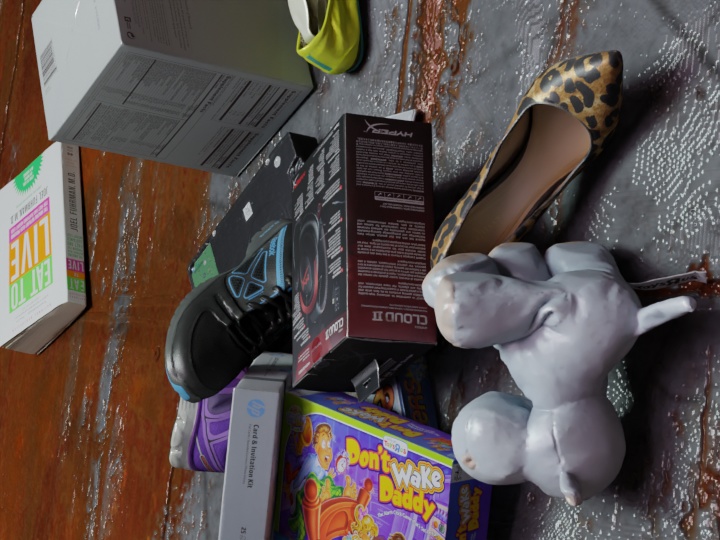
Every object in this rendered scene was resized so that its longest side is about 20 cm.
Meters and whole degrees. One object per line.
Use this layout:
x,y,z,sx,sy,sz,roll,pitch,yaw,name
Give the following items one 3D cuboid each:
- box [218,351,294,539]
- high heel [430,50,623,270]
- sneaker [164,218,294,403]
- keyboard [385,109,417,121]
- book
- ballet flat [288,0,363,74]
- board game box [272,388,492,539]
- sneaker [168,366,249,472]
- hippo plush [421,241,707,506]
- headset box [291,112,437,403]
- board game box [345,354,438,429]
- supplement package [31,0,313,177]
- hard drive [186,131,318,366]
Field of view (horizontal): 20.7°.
-0.084,0.158,1.626,0.200,0.041,0.156,-76,-8,-84,box
0.120,-0.066,1.408,0.143,0.071,0.200,-57,4,-38,high heel
-0.085,0.026,1.607,0.082,0.073,0.200,-2,42,47,sneaker
0.006,-0.039,1.643,0.056,0.011,0.200,-3,68,56,keyboard
-0.349,-0.026,2.181,0.134,0.048,0.200,-35,52,42,book
-0.036,-0.270,1.751,0.067,0.067,0.200,-29,58,50,ballet flat
0.014,0.179,1.512,0.200,0.045,0.135,17,106,48,board game box
-0.116,0.098,1.748,0.081,0.083,0.200,-73,-6,-53,sneaker
0.140,0.073,1.371,0.200,0.159,0.161,3,105,16,hippo plush
0.000,0.000,1.523,0.149,0.075,0.200,134,138,-64,headset box
0.008,0.124,1.610,0.135,0.034,0.200,-39,51,45,board game box
-0.176,-0.202,1.820,0.151,0.200,0.152,-45,46,41,supplement package
-0.084,-0.009,1.781,0.200,0.038,0.140,-50,44,36,hard drive
